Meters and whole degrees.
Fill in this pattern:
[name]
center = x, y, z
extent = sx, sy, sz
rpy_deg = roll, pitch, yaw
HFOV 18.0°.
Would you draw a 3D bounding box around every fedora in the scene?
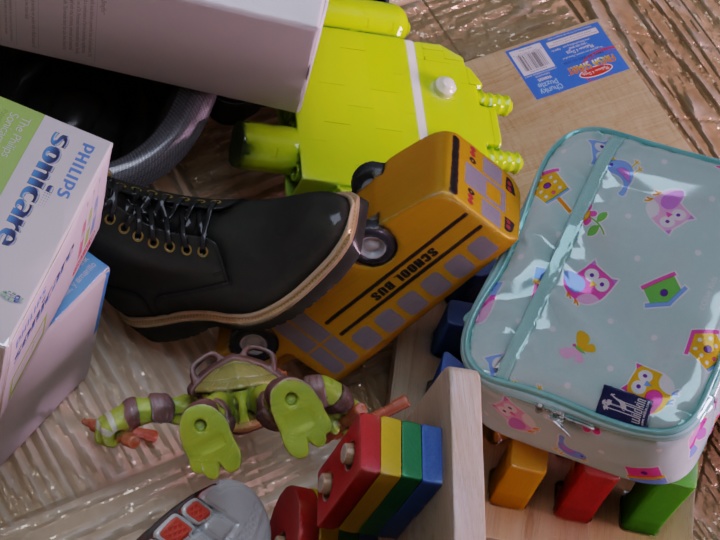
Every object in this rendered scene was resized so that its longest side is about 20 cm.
[fedora]
center = -0.178, -0.122, 1.451
extent = 0.175, 0.090, 0.202
rpy_deg = 11, 67, -4

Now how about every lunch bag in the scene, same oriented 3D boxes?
[lunch bag]
center = 0.150, 0.018, 1.331
extent = 0.159, 0.077, 0.201
rpy_deg = 20, 63, 15

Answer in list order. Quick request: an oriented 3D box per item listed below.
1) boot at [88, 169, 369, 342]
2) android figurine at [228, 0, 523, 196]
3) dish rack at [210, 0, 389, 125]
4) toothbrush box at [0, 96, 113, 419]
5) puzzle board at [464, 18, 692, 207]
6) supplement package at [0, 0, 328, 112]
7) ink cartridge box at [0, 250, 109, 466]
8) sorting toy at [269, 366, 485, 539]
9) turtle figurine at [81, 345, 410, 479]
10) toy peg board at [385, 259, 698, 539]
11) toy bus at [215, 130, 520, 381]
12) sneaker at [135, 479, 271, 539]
[boot]
center = -0.107, -0.026, 1.316
extent = 0.138, 0.199, 0.078
rpy_deg = 38, 46, -34
[android figurine]
center = 0.010, -0.096, 1.459
extent = 0.198, 0.041, 0.183
rpy_deg = 7, 57, -20
[dish rack]
center = -0.098, -0.197, 1.544
extent = 0.153, 0.055, 0.200
rpy_deg = -34, 70, -31
[toothbrush box]
center = -0.254, -0.030, 1.221
extent = 0.199, 0.086, 0.146
rpy_deg = 21, 55, 2
[puzzle board]
center = 0.120, -0.086, 1.548
extent = 0.199, 0.017, 0.151
rpy_deg = -20, 64, -25
[supplement package]
center = -0.115, -0.192, 1.372
extent = 0.198, 0.121, 0.121
rpy_deg = 13, 68, -4
[ink cartridge box]
center = -0.266, 0.012, 1.321
extent = 0.199, 0.129, 0.125
rpy_deg = 36, 56, 10
[sorting toy]
center = -0.001, 0.181, 1.227
extent = 0.069, 0.199, 0.201
rpy_deg = 11, 55, -17
[turtle figurine]
center = -0.059, 0.076, 1.302
extent = 0.198, 0.161, 0.065
rpy_deg = 0, 93, -9
[toy peg board]
center = 0.123, 0.065, 1.390
extent = 0.197, 0.098, 0.201
rpy_deg = 12, 60, -6
[toy bus]
center = 0.000, 0.000, 1.364
extent = 0.078, 0.200, 0.065
rpy_deg = 36, 34, -24
[sneaker]
center = -0.133, 0.191, 1.261
extent = 0.200, 0.082, 0.077
rpy_deg = -48, 118, -26
